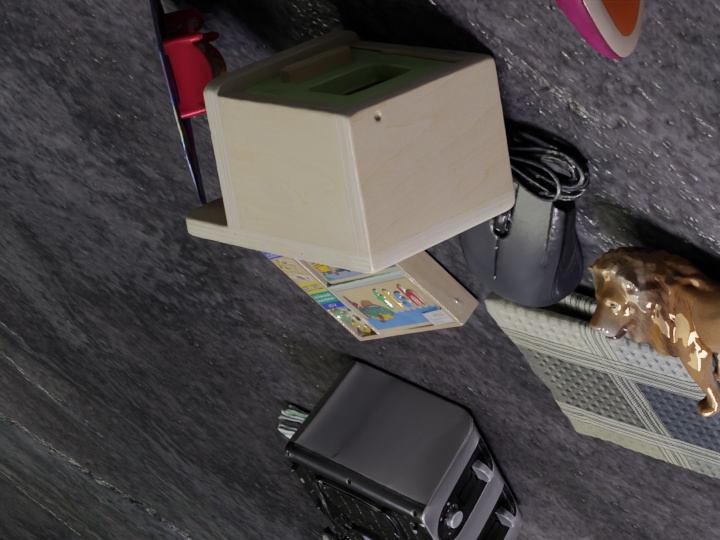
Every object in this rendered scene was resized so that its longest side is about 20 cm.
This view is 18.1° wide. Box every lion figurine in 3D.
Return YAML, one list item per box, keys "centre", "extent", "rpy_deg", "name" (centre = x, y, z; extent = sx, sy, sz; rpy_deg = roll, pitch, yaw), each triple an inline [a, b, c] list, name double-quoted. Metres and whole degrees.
- centre: [0.245, 0.035, 1.453]
  extent: [0.199, 0.073, 0.123]
  rpy_deg: [-2, 126, 40]
  name: "lion figurine"

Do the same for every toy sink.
- centre: [-0.019, -0.084, 1.471]
  extent: [0.199, 0.130, 0.113]
  rpy_deg: [12, 119, 49]
  name: "toy sink"

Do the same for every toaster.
- centre: [0.037, 0.194, 2.061]
  extent: [0.199, 0.119, 0.181]
  rpy_deg: [22, 155, 34]
  name: "toaster"

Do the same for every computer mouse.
- centre: [0.098, -0.031, 1.553]
  extent: [0.138, 0.053, 0.200]
  rpy_deg: [26, 158, 26]
  name: "computer mouse"

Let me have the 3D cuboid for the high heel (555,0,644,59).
- centre: [0.082, -0.197, 1.185]
  extent: [0.096, 0.067, 0.201]
  rpy_deg: [3, 128, 41]
  name: "high heel"

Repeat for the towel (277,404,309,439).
- centre: [0.005, 0.222, 2.313]
  extent: [0.149, 0.031, 0.200]
  rpy_deg: [23, 156, 37]
  name: "towel"

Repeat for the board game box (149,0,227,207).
- centre: [-0.113, -0.143, 1.571]
  extent: [0.159, 0.039, 0.201]
  rpy_deg: [77, 178, -50]
  name: "board game box"

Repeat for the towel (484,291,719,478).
- centre: [0.204, 0.082, 1.674]
  extent: [0.199, 0.035, 0.193]
  rpy_deg: [15, 154, 41]
  name: "towel"

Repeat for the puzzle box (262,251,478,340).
- centre: [0.000, 0.000, 1.828]
  extent: [0.133, 0.025, 0.200]
  rpy_deg: [43, 160, -14]
  name: "puzzle box"
